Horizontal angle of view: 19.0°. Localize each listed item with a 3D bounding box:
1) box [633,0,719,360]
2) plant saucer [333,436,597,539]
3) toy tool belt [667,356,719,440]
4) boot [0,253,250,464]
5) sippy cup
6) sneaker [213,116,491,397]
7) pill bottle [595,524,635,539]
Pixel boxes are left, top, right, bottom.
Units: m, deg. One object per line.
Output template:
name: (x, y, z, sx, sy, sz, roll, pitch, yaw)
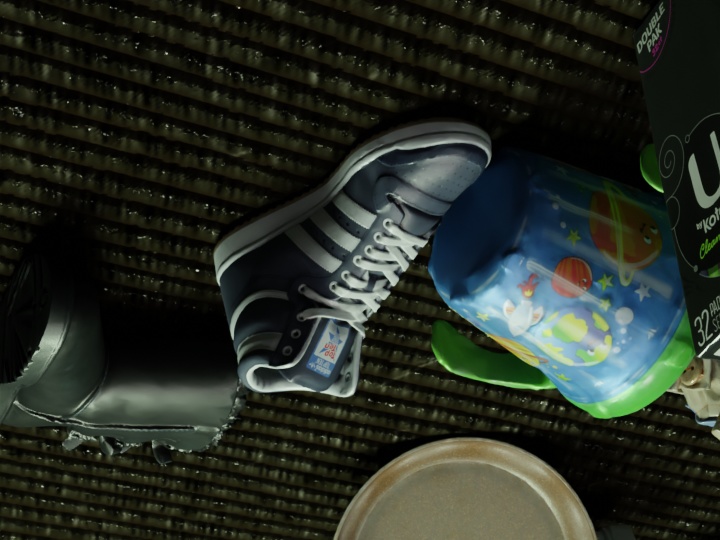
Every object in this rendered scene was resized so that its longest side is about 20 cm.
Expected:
box: (0.232, -0.071, 1.055, 0.123, 0.202, 0.149, 8, 146, -22)
plant saucer: (0.073, 0.218, 1.539, 0.198, 0.202, 0.032, -3, -177, -7)
toy tool belt: (0.284, 0.081, 1.391, 0.199, 0.124, 0.125, 20, 140, -37)
boot: (-0.143, 0.057, 1.310, 0.161, 0.074, 0.198, 9, 152, -21)
sippy cup: (0.115, -0.002, 1.226, 0.130, 0.140, 0.179, 25, 98, -27)
sneaker: (0.000, 0.000, 1.211, 0.199, 0.109, 0.070, -30, 143, 32)
pill bottle: (0.108, 0.233, 1.616, 0.198, 0.112, 0.111, -3, 149, -7)
